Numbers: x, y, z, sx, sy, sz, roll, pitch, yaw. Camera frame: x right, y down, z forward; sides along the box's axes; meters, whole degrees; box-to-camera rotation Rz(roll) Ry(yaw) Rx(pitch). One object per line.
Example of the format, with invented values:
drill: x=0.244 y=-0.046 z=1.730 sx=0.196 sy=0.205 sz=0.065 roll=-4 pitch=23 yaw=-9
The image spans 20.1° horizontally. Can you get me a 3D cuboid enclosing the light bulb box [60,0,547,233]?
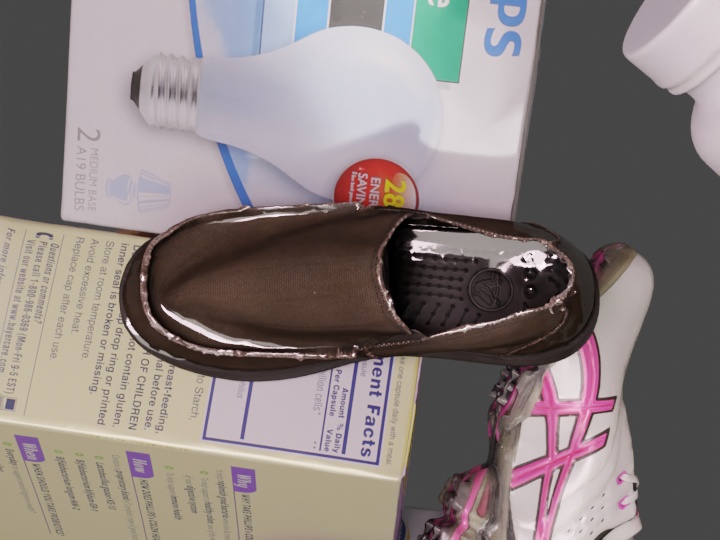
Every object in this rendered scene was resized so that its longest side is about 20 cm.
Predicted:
light bulb box: x=-0.018 y=-0.118 z=0.889 sx=0.198 sy=0.125 sz=0.200 roll=7 pitch=113 yaw=3

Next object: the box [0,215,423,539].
box: x=-0.074 y=0.067 z=0.931 sx=0.198 sy=0.098 sz=0.176 roll=8 pitch=155 yaw=3

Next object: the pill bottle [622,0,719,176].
pill bottle: x=0.216 y=-0.066 z=0.897 sx=0.199 sy=0.111 sz=0.111 roll=37 pitch=111 yaw=-9

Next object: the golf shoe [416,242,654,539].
golf shoe: x=0.099 y=0.086 z=0.973 sx=0.091 sy=0.073 sz=0.201 roll=26 pitch=92 yaw=-1

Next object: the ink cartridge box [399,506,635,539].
ink cartridge box: x=0.036 y=0.174 z=1.007 sx=0.198 sy=0.120 sz=0.042 roll=9 pitch=133 yaw=1

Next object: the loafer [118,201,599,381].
loafer: x=0.000 y=0.000 z=0.821 sx=0.198 sy=0.071 sz=0.074 roll=-3 pitch=74 yaw=-1
